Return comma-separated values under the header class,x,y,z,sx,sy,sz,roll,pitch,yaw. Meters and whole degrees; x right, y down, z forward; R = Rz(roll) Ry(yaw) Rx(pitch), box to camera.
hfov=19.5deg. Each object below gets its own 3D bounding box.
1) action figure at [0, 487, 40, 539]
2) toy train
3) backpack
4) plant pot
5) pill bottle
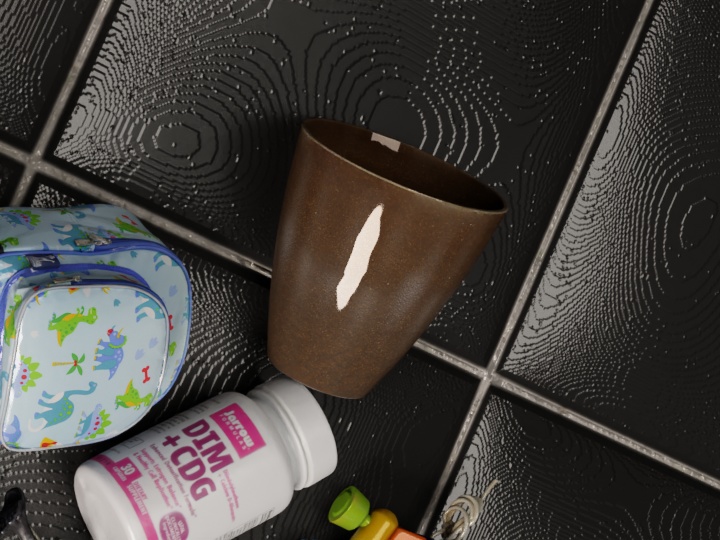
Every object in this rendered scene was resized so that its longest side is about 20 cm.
class,x,y,z,sx,sy,sz,roll,pitch,yaw
action figure,-0.248,0.276,1.700,0.200,0.119,0.102,52,36,-22
toy train,0.022,0.233,1.878,0.116,0.085,0.200,41,77,-16
backpack,-0.228,0.048,1.639,0.200,0.147,0.183,-9,121,-38
plant pot,0.000,0.000,1.770,0.187,0.187,0.200,15,106,-32
pill bottle,-0.127,0.171,1.750,0.200,0.113,0.113,-26,112,-25
